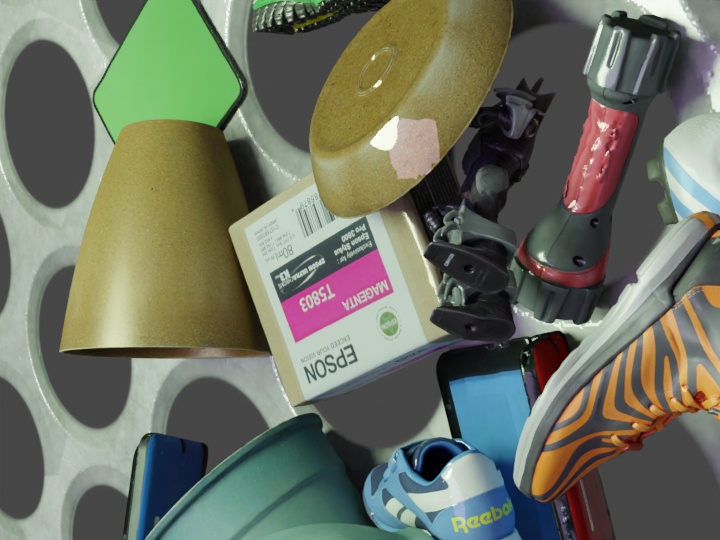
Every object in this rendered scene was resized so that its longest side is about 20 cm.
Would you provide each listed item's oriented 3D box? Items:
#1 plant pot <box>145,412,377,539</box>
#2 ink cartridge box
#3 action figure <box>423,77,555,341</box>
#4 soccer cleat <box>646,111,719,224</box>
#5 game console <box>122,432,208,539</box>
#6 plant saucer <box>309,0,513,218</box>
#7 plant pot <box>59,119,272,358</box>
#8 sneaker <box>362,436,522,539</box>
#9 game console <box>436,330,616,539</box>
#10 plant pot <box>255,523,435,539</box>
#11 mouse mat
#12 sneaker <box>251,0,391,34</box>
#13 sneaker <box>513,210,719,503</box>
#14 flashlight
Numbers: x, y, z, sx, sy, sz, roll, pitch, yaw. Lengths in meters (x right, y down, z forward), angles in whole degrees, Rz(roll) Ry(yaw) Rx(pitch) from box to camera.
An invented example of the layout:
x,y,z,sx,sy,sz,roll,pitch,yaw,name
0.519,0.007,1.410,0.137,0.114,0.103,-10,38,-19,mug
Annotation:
x,y,z,sx,sy,sz,roll,pitch,yaw,name
-0.048,0.257,0.926,0.196,0.200,0.201,47,127,16,plant pot
0.000,0.000,0.895,0.200,0.075,0.166,-30,77,42,ink cartridge box
0.082,-0.052,0.750,0.069,0.201,0.131,13,134,1,action figure
0.237,-0.001,0.668,0.086,0.070,0.201,-23,82,43,soccer cleat
-0.222,0.263,1.099,0.117,0.171,0.202,0,76,19,game console
0.023,-0.132,0.791,0.200,0.035,0.201,-39,33,31,plant saucer
-0.170,-0.025,1.000,0.186,0.186,0.202,-8,80,44,plant pot
0.055,0.158,0.834,0.200,0.074,0.083,0,107,67,sneaker
0.108,0.154,0.797,0.118,0.172,0.201,-15,88,18,game console
0.004,0.253,0.752,0.200,0.133,0.201,47,148,42,plant pot
-0.192,-0.171,1.094,0.200,0.007,0.162,-47,66,40,mouse mat
-0.020,-0.240,0.864,0.199,0.078,0.086,-3,95,45,sneaker
0.174,0.075,0.631,0.112,0.077,0.201,42,112,26,sneaker
0.150,-0.064,0.737,0.068,0.067,0.201,-109,28,-58,flashlight
